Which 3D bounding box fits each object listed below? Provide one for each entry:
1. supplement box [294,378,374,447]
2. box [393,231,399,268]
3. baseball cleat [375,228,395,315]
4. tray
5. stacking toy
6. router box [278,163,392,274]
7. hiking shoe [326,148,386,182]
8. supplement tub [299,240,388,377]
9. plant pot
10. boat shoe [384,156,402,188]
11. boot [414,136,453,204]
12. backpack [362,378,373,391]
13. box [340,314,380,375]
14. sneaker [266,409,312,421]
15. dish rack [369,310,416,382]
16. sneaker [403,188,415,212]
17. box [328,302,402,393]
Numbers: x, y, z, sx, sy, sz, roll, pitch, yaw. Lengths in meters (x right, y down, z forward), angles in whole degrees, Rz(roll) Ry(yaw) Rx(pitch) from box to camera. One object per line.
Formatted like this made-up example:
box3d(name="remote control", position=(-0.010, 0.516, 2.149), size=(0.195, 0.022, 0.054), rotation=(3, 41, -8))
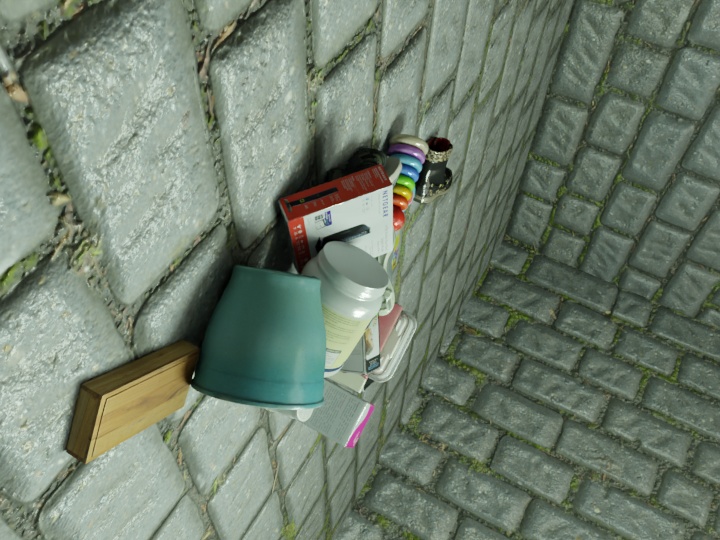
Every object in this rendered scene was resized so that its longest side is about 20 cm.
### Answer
box3d(name="supplement box", position=(-0.084, 0.273, 1.442), size=(0.104, 0.200, 0.101), rotation=(-63, 164, -9))
box3d(name="box", position=(0.050, -0.030, 1.712), size=(0.117, 0.048, 0.200), rotation=(-55, 159, -33))
box3d(name="baseball cleat", position=(0.028, -0.014, 1.359), size=(0.106, 0.070, 0.201), rotation=(-171, -98, -81))
box3d(name="tray", position=(-0.292, 0.167, 0.924), size=(0.200, 0.037, 0.099), rotation=(-27, 139, -67))
box3d(name="stacking toy", position=(0.083, -0.175, 1.446), size=(0.085, 0.085, 0.200), rotation=(54, 47, -72))
box3d(name="router box", position=(-0.036, -0.075, 1.186), size=(0.179, 0.049, 0.200), rotation=(-21, 151, -9))
box3d(name="hiking shoe", position=(0.015, -0.165, 1.296), size=(0.200, 0.101, 0.076), rotation=(-45, 153, -50))
box3d(name="supplement tub", position=(-0.053, 0.065, 1.181), size=(0.200, 0.145, 0.145), rotation=(-58, 169, 26))
box3d(name="plant pot", position=(-0.137, 0.092, 1.049), size=(0.200, 0.200, 0.188), rotation=(12, 89, -74))
box3d(name="boat shoe", position=(0.025, -0.131, 1.392), size=(0.200, 0.075, 0.093), rotation=(-49, 135, -21))
box3d(name="boot", position=(0.200, -0.269, 1.802), size=(0.200, 0.073, 0.151), rotation=(-37, 149, -48))
box3d(name="backpack", position=(0.008, 0.189, 1.703), size=(0.200, 0.150, 0.178), rotation=(-54, 162, -61))
box3d(name="box", position=(-0.028, 0.088, 1.312), size=(0.060, 0.116, 0.201), rotation=(-14, 103, -59))
box3d(name="sneaker", position=(-0.129, 0.187, 1.372), size=(0.074, 0.115, 0.200), rotation=(44, 59, -47))
box3d(name="dish rack", position=(0.010, 0.141, 1.578), size=(0.172, 0.200, 0.044), rotation=(-62, 150, -11))
box3d(name="sneaker", position=(0.055, -0.146, 1.498), size=(0.200, 0.079, 0.096), rotation=(-62, 162, -11))
box3d(name="box", position=(-0.006, 0.145, 1.467), size=(0.200, 0.109, 0.128), rotation=(-63, 178, -9))
